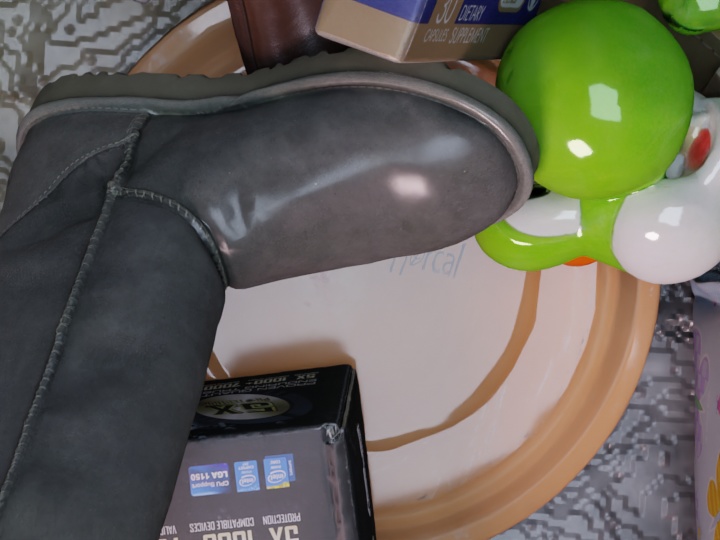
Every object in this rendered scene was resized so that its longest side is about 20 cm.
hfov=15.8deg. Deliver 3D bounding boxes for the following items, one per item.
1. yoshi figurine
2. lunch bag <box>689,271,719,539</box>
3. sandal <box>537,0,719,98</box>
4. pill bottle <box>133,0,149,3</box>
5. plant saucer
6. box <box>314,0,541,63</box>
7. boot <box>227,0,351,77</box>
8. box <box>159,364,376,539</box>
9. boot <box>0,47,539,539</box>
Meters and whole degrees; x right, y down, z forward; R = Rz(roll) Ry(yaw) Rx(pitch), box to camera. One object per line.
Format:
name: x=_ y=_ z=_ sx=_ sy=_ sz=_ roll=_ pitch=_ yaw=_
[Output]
yoshi figurine: x=0.124 y=-0.048 z=0.774 sx=0.199 sy=0.112 sz=0.113 roll=-11 pitch=103 yaw=13
lunch bag: x=0.176 y=0.084 z=0.795 sx=0.126 sy=0.200 sz=0.171 roll=-3 pitch=92 yaw=-4
sandal: x=0.089 y=-0.112 z=0.858 sx=0.212 sy=0.078 sz=0.070 roll=48 pitch=57 yaw=-11
pill bottle: x=-0.058 y=-0.192 z=0.805 sx=0.119 sy=0.120 sz=0.201 roll=28 pitch=90 yaw=-5
plant saucer: x=0.000 y=0.000 z=0.853 sx=0.199 sy=0.032 sz=0.201 roll=0 pitch=98 yaw=-1
box: x=0.049 y=-0.157 z=0.732 sx=0.032 sy=0.121 sz=0.201 roll=20 pitch=101 yaw=16
boot: x=0.009 y=-0.152 z=0.759 sx=0.186 sy=0.200 sz=0.064 roll=-47 pitch=57 yaw=-10
box: x=-0.091 y=0.126 z=0.814 sx=0.199 sy=0.086 sz=0.165 roll=-5 pitch=100 yaw=3
boot: x=-0.052 y=0.030 z=0.727 sx=0.181 sy=0.200 sz=0.073 roll=-4 pitch=132 yaw=23
